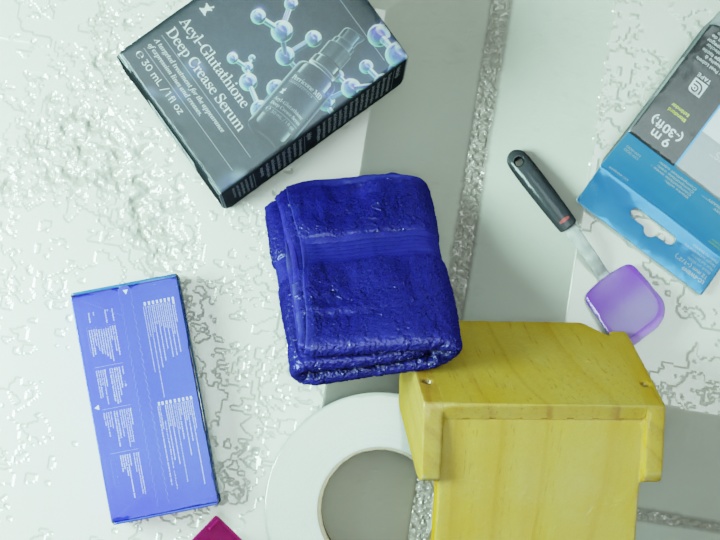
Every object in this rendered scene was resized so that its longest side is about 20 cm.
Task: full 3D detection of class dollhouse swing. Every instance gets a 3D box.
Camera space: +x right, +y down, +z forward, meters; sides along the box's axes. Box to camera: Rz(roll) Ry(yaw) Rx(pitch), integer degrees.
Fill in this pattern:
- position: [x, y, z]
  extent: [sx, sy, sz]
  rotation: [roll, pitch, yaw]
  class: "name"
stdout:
- position: [0.136, 0.162, 1.552]
  extent: [0.199, 0.182, 0.176]
  rotation: [0, 117, -8]
  class: "dollhouse swing"

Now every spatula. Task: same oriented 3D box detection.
- position: [0.192, -0.025, 1.615]
  extent: [0.056, 0.021, 0.200]
  rotation: [-36, 87, 0]
  class: "spatula"

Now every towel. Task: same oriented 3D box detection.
- position: [0.000, 0.000, 1.543]
  extent: [0.147, 0.050, 0.200]
  rotation: [-9, 49, -2]
  class: "towel"

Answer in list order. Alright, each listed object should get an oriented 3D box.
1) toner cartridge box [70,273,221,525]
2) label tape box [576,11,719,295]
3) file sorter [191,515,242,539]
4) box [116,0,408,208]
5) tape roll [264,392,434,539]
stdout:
- position: [-0.184, 0.110, 1.585]
  extent: [0.095, 0.043, 0.201]
  rotation: [-10, 86, -3]
  class: "toner cartridge box"
- position: [0.305, -0.101, 1.603]
  extent: [0.143, 0.066, 0.200]
  rotation: [37, 84, 1]
  class: "label tape box"
- position: [-0.105, 0.331, 1.513]
  extent: [0.200, 0.139, 0.125]
  rotation: [43, 108, 3]
  class: "file sorter"
- position: [-0.081, -0.173, 1.577]
  extent: [0.200, 0.107, 0.149]
  rotation: [-37, 87, -4]
  class: "box"
- position: [0.015, 0.205, 1.586]
  extent: [0.202, 0.037, 0.203]
  rotation: [0, 85, -2]
  class: "tape roll"
